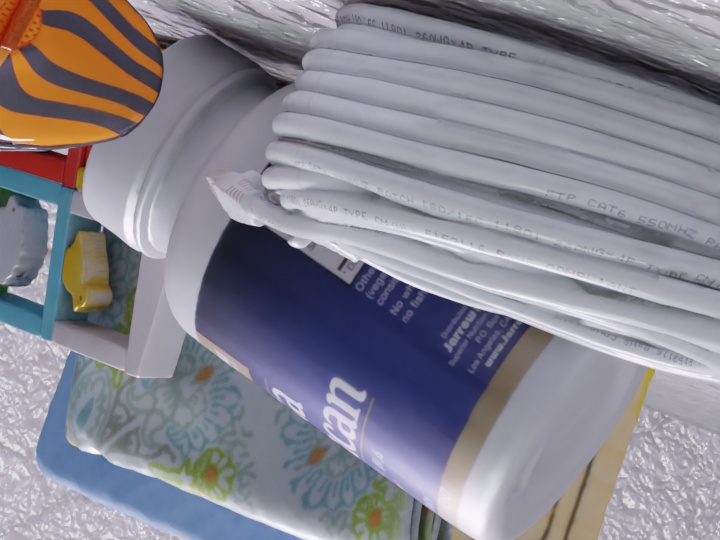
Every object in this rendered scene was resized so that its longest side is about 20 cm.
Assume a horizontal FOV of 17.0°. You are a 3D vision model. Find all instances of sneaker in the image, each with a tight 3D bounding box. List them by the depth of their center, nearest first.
[{"bbox_3d":[-0.132,-0.083,0.720,0.200,0.078,0.112,22,178,-31],"label":"sneaker"}]

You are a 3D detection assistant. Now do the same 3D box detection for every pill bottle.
[{"bbox_3d":[0.000,0.000,0.870,0.200,0.111,0.111,35,-178,19],"label":"pill bottle"}]

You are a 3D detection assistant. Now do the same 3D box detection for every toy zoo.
[{"bbox_3d":[-0.117,-0.034,1.012,0.020,0.132,0.200,3,-171,-44],"label":"toy zoo"}]

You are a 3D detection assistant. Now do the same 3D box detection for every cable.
[{"bbox_3d":[0.070,-0.015,0.707,0.199,0.069,0.200,20,177,-18],"label":"cable"}]

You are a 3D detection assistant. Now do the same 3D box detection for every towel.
[{"bbox_3d":[-0.031,0.016,0.984,0.200,0.172,0.048,18,-173,34],"label":"towel"}]

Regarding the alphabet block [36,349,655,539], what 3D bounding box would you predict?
[{"bbox_3d":[0.001,0.048,1.137,0.195,0.197,0.200,20,178,40],"label":"alphabet block"}]
